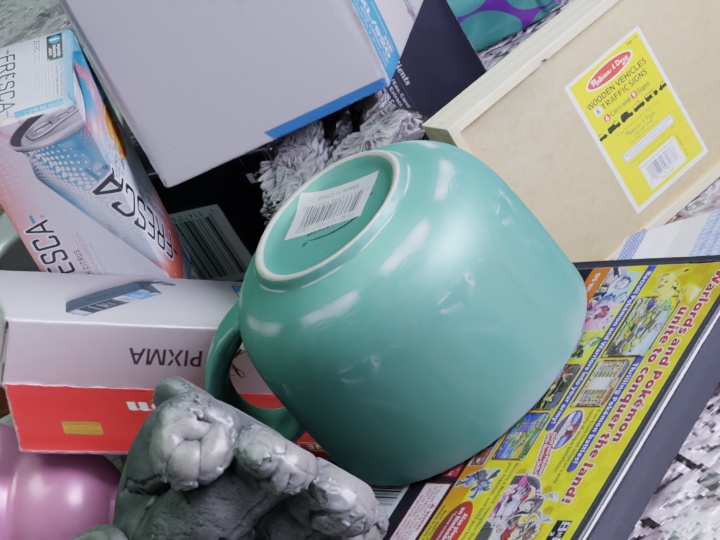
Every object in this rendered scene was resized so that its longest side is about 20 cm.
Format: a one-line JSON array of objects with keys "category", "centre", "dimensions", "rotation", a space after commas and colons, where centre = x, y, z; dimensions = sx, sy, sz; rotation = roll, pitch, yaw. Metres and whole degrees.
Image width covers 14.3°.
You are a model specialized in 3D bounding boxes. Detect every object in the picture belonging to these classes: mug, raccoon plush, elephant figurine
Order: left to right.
[{"category": "elephant figurine", "centre": [-0.088, 0.161, 1.315], "dimensions": [0.200, 0.141, 0.155], "rotation": [-61, -9, -3]}, {"category": "raccoon plush", "centre": [0.000, 0.000, 1.561], "dimensions": [0.097, 0.134, 0.200], "rotation": [6, 52, 47]}, {"category": "mug", "centre": [0.005, 0.021, 1.390], "dimensions": [0.185, 0.114, 0.152], "rotation": [-42, 27, -3]}]

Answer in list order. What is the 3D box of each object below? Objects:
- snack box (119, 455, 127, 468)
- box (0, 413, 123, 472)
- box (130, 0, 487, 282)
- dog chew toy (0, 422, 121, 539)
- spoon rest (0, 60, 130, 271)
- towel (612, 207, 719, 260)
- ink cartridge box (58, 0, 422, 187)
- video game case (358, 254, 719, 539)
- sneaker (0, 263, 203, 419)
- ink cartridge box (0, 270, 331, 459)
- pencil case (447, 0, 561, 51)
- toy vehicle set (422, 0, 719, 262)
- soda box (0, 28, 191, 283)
[{"category": "snack box", "centre": [-0.092, 0.107, 1.503], "dimensions": [0.024, 0.072, 0.200], "rotation": [-54, 20, 9]}, {"category": "box", "centre": [-0.172, 0.123, 1.627], "dimensions": [0.144, 0.036, 0.200], "rotation": [-28, 21, 10]}, {"category": "box", "centre": [-0.049, -0.072, 1.767], "dimensions": [0.197, 0.117, 0.200], "rotation": [-10, 32, 43]}, {"category": "dog chew toy", "centre": [-0.210, 0.131, 1.490], "dimensions": [0.200, 0.125, 0.125], "rotation": [-4, 30, 18]}, {"category": "spoon rest", "centre": [-0.188, -0.029, 1.680], "dimensions": [0.099, 0.061, 0.200], "rotation": [74, -141, -72]}, {"category": "towel", "centre": [0.196, 0.006, 1.407], "dimensions": [0.200, 0.024, 0.147], "rotation": [-16, 27, 33]}, {"category": "ink cartridge box", "centre": [-0.063, -0.167, 1.613], "dimensions": [0.147, 0.145, 0.200], "rotation": [-24, 17, 17]}, {"category": "video game case", "centre": [0.084, 0.074, 1.364], "dimensions": [0.181, 0.026, 0.200], "rotation": [-3, 45, 50]}, {"category": "sneaker", "centre": [-0.177, 0.039, 1.748], "dimensions": [0.200, 0.071, 0.080], "rotation": [-31, 23, 19]}, {"category": "ink cartridge box", "centre": [-0.093, 0.049, 1.525], "dimensions": [0.200, 0.045, 0.176], "rotation": [3, 16, -15]}, {"category": "pencil case", "centre": [0.038, -0.176, 1.917], "dimensions": [0.200, 0.085, 0.092], "rotation": [-26, 38, 13]}, {"category": "toy vehicle set", "centre": [0.141, -0.085, 1.537], "dimensions": [0.200, 0.124, 0.027], "rotation": [-39, 23, -19]}, {"category": "soda box", "centre": [-0.154, -0.039, 1.593], "dimensions": [0.068, 0.200, 0.064], "rotation": [-16, 48, 8]}]
